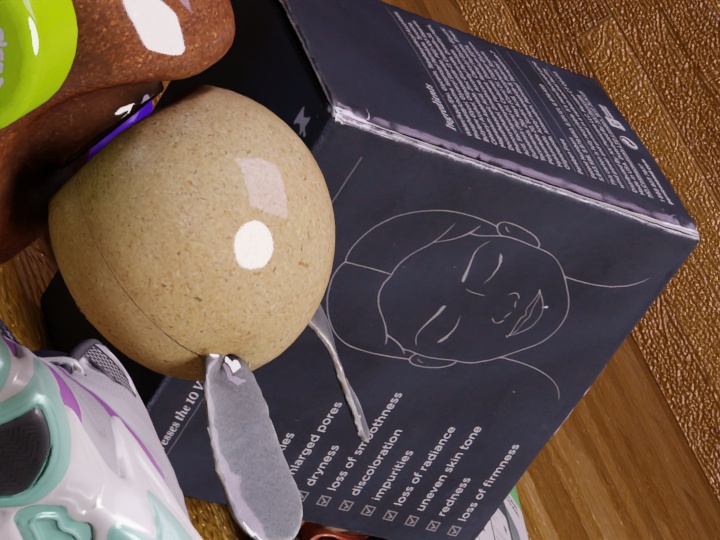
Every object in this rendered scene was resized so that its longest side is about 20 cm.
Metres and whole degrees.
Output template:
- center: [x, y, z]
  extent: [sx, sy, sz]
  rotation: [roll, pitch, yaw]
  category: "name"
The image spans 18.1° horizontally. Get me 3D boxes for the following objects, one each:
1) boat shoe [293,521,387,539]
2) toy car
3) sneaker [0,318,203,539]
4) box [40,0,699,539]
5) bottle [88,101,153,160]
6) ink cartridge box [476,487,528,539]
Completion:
- center: [-0.003, 0.138, 1.050]
  extent: [0.200, 0.071, 0.063]
  rotation: [48, 9, 37]
  category: "boat shoe"
- center: [-0.072, -0.010, 0.708]
  extent: [0.200, 0.158, 0.164]
  rotation: [53, 27, -5]
  category: "toy car"
- center: [-0.129, 0.050, 0.816]
  extent: [0.200, 0.078, 0.140]
  rotation: [56, 6, -37]
  category: "sneaker"
- center: [0.000, 0.000, 0.977]
  extent: [0.196, 0.200, 0.124]
  rotation: [15, 31, -35]
  category: "box"
- center: [-0.100, -0.027, 1.089]
  extent: [0.200, 0.083, 0.065]
  rotation: [55, 51, -20]
  category: "bottle"
- center: [0.027, 0.137, 1.210]
  extent: [0.146, 0.084, 0.200]
  rotation: [52, 13, -27]
  category: "ink cartridge box"
